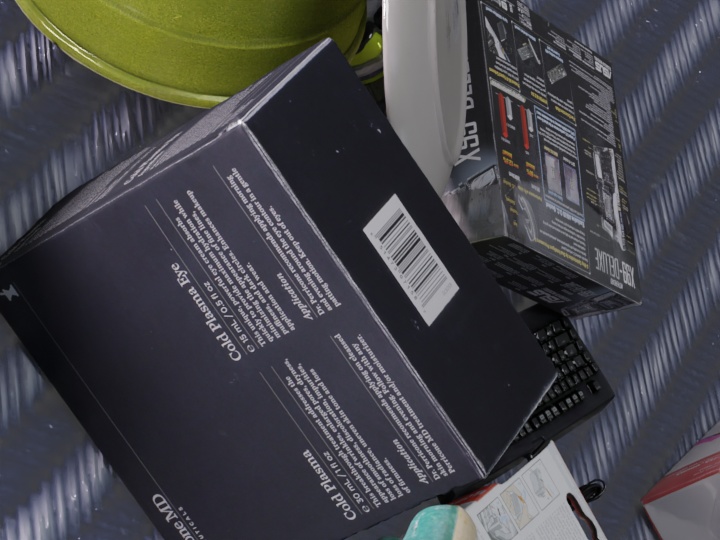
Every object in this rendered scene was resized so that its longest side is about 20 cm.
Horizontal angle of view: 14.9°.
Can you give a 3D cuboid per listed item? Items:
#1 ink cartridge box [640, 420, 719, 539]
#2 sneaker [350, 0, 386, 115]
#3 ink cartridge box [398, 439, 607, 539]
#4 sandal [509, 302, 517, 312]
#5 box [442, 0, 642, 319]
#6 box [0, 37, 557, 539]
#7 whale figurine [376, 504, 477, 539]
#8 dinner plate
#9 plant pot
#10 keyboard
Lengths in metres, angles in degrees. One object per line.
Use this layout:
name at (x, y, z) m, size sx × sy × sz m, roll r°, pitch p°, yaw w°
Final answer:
ink cartridge box at (0.265, 0.144, 1.719) m, size 0.117 × 0.067 × 0.200 m, roll 60°, pitch 35°, yaw -4°
sneaker at (0.032, -0.146, 1.629) m, size 0.081 × 0.074 × 0.200 m, roll 65°, pitch 34°, yaw -24°
ink cartridge box at (0.066, 0.178, 1.452) m, size 0.200 × 0.050 × 0.109 m, roll -33°, pitch 95°, yaw -54°
sandal at (0.009, 0.046, 1.481) m, size 0.076 × 0.043 × 0.200 m, roll 46°, pitch 41°, yaw 17°
box at (0.096, -0.069, 1.589) m, size 0.200 × 0.050 × 0.158 m, roll 22°, pitch 58°, yaw -60°
box at (-0.043, 0.026, 1.302) m, size 0.200 × 0.182 × 0.104 m, roll 56°, pitch 34°, yaw -10°
whale figurine at (-0.004, 0.172, 1.256) m, size 0.103 × 0.160 × 0.200 m, roll 23°, pitch 8°, yaw -10°
dinner plate at (0.036, -0.120, 1.408) m, size 0.200 × 0.024 × 0.201 m, roll -1°, pitch 90°, yaw -82°
plant pot at (-0.063, -0.218, 1.366) m, size 0.199 × 0.193 × 0.201 m, roll 12°, pitch 46°, yaw -13°
keyboard at (0.095, 0.093, 1.578) m, size 0.200 × 0.021 × 0.127 m, roll -25°, pitch 88°, yaw -55°
